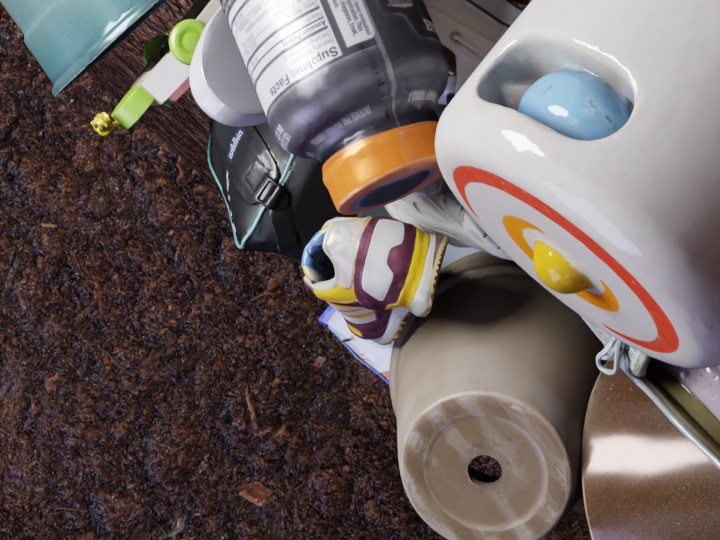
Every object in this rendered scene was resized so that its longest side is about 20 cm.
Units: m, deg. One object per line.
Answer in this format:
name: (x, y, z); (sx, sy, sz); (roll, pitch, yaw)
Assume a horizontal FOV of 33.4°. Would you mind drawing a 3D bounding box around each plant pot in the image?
plant pot: (-0.234, -0.280, 0.957); (0.197, 0.200, 0.200); (49, 171, -13)
plant pot: (0.102, 0.107, 0.861); (0.199, 0.201, 0.174); (40, -155, -1)
plant pot: (0.275, 0.131, 0.774); (0.198, 0.189, 0.187); (-11, 136, 42)

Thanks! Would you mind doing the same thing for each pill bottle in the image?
pill bottle: (-0.017, -0.135, 0.657); (0.106, 0.105, 0.203); (91, 157, -81)

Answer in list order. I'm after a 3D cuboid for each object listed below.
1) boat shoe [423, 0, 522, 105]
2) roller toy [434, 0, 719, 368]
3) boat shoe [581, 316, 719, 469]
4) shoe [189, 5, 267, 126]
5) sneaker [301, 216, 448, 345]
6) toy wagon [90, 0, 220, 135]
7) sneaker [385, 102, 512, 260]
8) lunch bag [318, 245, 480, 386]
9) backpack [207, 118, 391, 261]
boat shoe: (0.075, -0.121, 0.718); (0.199, 0.070, 0.071); (40, 173, 9)
roller toy: (0.132, -0.047, 0.585); (0.182, 0.140, 0.200); (40, 174, 1)
boat shoe: (0.191, 0.058, 0.693); (0.202, 0.064, 0.075); (48, 138, 18)
shoe: (-0.064, -0.141, 0.759); (0.071, 0.201, 0.091); (42, 136, -14)
sneaker: (0.000, 0.000, 0.858); (0.089, 0.076, 0.200); (19, 164, -6)
toy wagon: (-0.135, -0.179, 0.937); (0.039, 0.201, 0.155); (39, 174, -17)
sneaker: (0.032, -0.068, 0.809); (0.199, 0.079, 0.099); (40, 155, -25)
lunch bag: (0.085, 0.018, 1.000); (0.169, 0.201, 0.124); (40, 174, 1)
backpack: (-0.039, -0.114, 0.944); (0.151, 0.178, 0.200); (10, -156, -33)
